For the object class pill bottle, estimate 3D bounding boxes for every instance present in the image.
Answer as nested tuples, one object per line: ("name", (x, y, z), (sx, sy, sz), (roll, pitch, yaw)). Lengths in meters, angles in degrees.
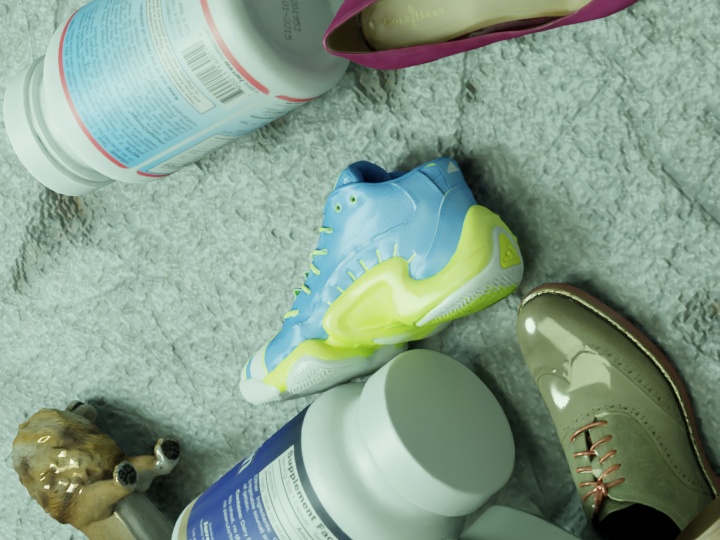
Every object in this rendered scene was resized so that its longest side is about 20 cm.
("pill bottle", (-0.107, -0.115, 1.598), (0.200, 0.109, 0.109), (-25, 94, 37))
("pill bottle", (-0.010, 0.135, 1.626), (0.200, 0.116, 0.116), (-40, 84, 37))

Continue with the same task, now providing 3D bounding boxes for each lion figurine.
("lion figurine", (-0.133, 0.165, 1.749), (0.122, 0.072, 0.200), (-26, 98, 50))

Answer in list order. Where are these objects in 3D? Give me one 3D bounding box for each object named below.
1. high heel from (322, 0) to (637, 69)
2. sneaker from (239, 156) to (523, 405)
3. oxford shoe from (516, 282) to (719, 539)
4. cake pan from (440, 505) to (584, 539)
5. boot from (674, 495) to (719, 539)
("high heel", (0.077, -0.145, 1.471), (0.200, 0.096, 0.068), (-20, 96, 37))
("sneaker", (0.000, 0.000, 1.604), (0.200, 0.076, 0.105), (-28, 80, 30))
("oxford shoe", (0.142, 0.098, 1.536), (0.070, 0.075, 0.200), (-38, 85, 37))
("cake pan", (0.131, 0.192, 1.536), (0.200, 0.037, 0.200), (34, 167, 9))
("boot", (0.279, 0.143, 1.474), (0.155, 0.074, 0.200), (45, 115, -5))
